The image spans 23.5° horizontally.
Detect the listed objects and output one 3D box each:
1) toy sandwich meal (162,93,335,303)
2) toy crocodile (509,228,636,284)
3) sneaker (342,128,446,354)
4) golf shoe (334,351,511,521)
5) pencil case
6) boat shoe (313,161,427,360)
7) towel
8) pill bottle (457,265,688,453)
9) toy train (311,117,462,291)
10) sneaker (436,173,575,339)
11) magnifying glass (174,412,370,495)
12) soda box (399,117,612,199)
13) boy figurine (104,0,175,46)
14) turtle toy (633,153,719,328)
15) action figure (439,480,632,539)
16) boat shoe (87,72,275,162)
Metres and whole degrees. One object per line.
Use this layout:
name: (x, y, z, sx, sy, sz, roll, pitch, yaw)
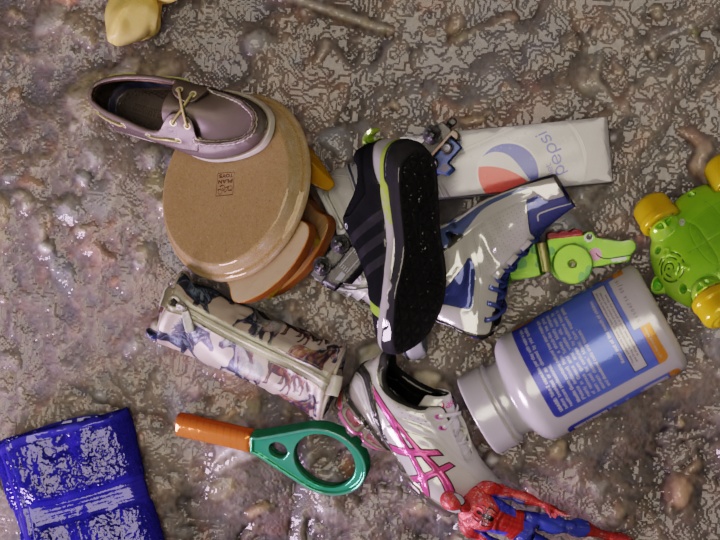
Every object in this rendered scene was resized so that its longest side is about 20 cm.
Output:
toy sandwich meal: (-0.106, -0.072, 1.676, 0.205, 0.070, 0.206, -10, 73, 35)
toy crocodile: (0.163, -0.012, 1.649, 0.200, 0.068, 0.062, -9, 91, 8)
sneaker: (0.026, -0.027, 1.549, 0.083, 0.072, 0.200, 10, 102, 44)
golf shoe: (0.070, 0.162, 1.651, 0.200, 0.073, 0.092, 40, 124, 4)
pencil case: (-0.105, 0.073, 1.678, 0.200, 0.089, 0.078, 25, 95, 6)
boat shoe: (-0.001, -0.001, 1.669, 0.086, 0.075, 0.202, -20, 86, 8)
towel: (-0.278, 0.248, 1.727, 0.147, 0.050, 0.200, -16, 89, 9)
pill bottle: (0.196, 0.089, 1.626, 0.200, 0.112, 0.112, -29, 88, 8)
toy train: (0.030, -0.060, 1.616, 0.046, 0.034, 0.200, 41, 99, 6)
sneaker: (0.118, -0.002, 1.591, 0.199, 0.081, 0.115, -28, 91, 15)
magnifying glass: (-0.087, 0.173, 1.702, 0.200, 0.022, 0.080, 13, 122, 14)
soda box: (0.140, -0.105, 1.650, 0.200, 0.068, 0.064, -5, 91, 7)
boy figurine: (-0.193, -0.310, 1.692, 0.124, 0.064, 0.200, 20, 95, 6)
turtle toy: (0.358, -0.029, 1.603, 0.200, 0.101, 0.146, -30, 62, 4)
action figure: (0.163, 0.244, 1.628, 0.200, 0.052, 0.066, 21, 100, -17)
boat shoe: (-0.174, -0.151, 1.657, 0.200, 0.059, 0.072, 14, 86, 33)
